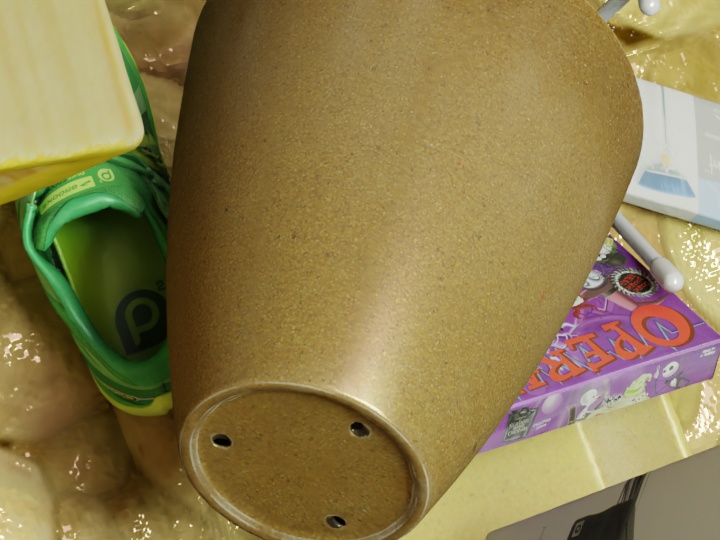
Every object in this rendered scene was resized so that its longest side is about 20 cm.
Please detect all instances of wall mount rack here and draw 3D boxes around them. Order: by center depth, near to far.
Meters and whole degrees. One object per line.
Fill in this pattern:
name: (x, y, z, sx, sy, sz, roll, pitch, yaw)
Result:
wall mount rack: (0.169, -0.041, 1.257, 0.199, 0.075, 0.174, 14, 59, -25)

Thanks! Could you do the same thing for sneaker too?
sneaker: (-0.108, -0.039, 1.091, 0.074, 0.084, 0.201, -25, 86, -6)

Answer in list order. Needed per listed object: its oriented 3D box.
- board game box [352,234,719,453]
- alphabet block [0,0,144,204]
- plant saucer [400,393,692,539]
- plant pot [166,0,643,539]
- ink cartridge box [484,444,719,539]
board game box: (0.041, 0.027, 1.155, 0.199, 0.032, 0.120, -15, 47, -32)
alphabet block: (-0.225, -0.101, 0.941, 0.196, 0.195, 0.201, -14, 87, -47)
plant saucer: (0.069, 0.145, 1.161, 0.200, 0.048, 0.201, -17, 83, -33)
plant pot: (0.000, 0.000, 1.024, 0.186, 0.186, 0.200, 34, 44, -16)
ink cartridge box: (0.147, 0.145, 1.057, 0.145, 0.200, 0.084, 29, 62, -19)
